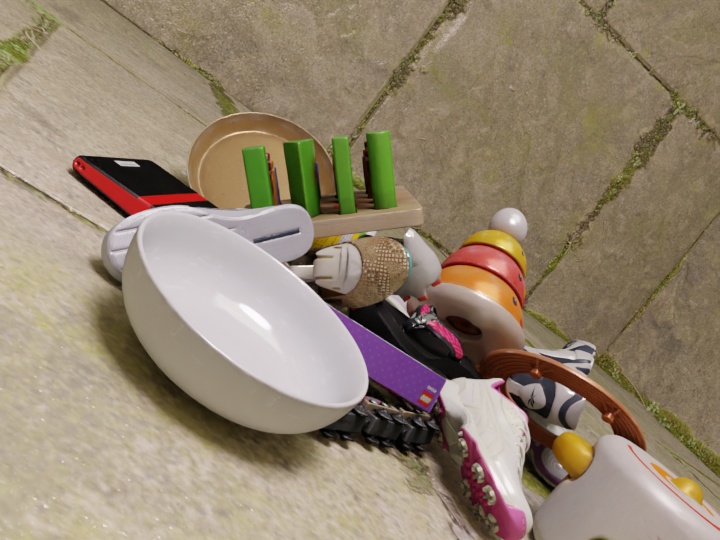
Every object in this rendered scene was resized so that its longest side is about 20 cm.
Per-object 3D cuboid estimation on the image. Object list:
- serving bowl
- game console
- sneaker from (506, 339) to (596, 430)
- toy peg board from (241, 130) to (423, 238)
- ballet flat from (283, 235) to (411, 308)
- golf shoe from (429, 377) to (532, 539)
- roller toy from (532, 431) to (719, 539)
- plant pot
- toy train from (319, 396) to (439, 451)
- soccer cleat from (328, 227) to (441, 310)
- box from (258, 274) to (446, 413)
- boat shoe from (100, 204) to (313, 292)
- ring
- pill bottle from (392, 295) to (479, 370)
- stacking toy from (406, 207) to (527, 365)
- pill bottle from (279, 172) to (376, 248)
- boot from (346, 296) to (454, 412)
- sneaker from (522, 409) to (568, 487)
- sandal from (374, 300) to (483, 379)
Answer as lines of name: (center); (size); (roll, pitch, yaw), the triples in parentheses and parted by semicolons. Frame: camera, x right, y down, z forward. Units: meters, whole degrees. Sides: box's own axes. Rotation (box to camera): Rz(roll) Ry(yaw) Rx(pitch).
serving bowl: (-0.090, 0.046, 0.586); (0.199, 0.066, 0.200); (37, 17, -13)
game console: (-0.201, -0.063, 0.879); (0.176, 0.031, 0.200); (35, 8, 2)
sneaker: (0.220, 0.122, 1.022); (0.128, 0.080, 0.199); (20, 25, 12)
toy peg board: (-0.042, -0.103, 0.913); (0.198, 0.099, 0.199); (-7, 13, -2)
ballet flat: (-0.035, 0.005, 0.827); (0.065, 0.071, 0.199); (5, -12, -40)
golf shoe: (0.127, 0.162, 0.759); (0.090, 0.076, 0.200); (-9, 32, -10)
roller toy: (0.270, 0.252, 0.772); (0.182, 0.140, 0.200); (34, 9, -25)
plant pot: (-0.128, -0.119, 1.065); (0.199, 0.200, 0.028); (39, -34, 6)
toy train: (0.013, 0.132, 0.715); (0.046, 0.034, 0.199); (31, 3, 34)
soccer cleat: (0.000, 0.000, 0.886); (0.069, 0.199, 0.078); (-47, 116, -44)
box: (-0.029, 0.060, 0.779); (0.199, 0.039, 0.137); (34, -6, -25)
boat shoe: (-0.133, -0.018, 0.698); (0.199, 0.073, 0.071); (-7, -1, -42)
ring: (0.215, 0.159, 0.894); (0.199, 0.019, 0.201); (30, -28, 17)
pill bottle: (0.083, 0.064, 1.063); (0.199, 0.117, 0.116); (36, 9, -12)
stacking toy: (0.153, -0.001, 0.979); (0.145, 0.201, 0.147); (21, -30, 13)
pill bottle: (-0.084, -0.082, 1.151); (0.199, 0.111, 0.111); (36, 9, -14)
boot: (0.072, 0.110, 0.953); (0.200, 0.072, 0.144); (52, 14, 27)
sneaker: (0.225, 0.213, 1.070); (0.200, 0.075, 0.100); (53, 8, 33)
sandal: (0.082, 0.070, 0.849); (0.199, 0.045, 0.075); (32, 20, -46)
